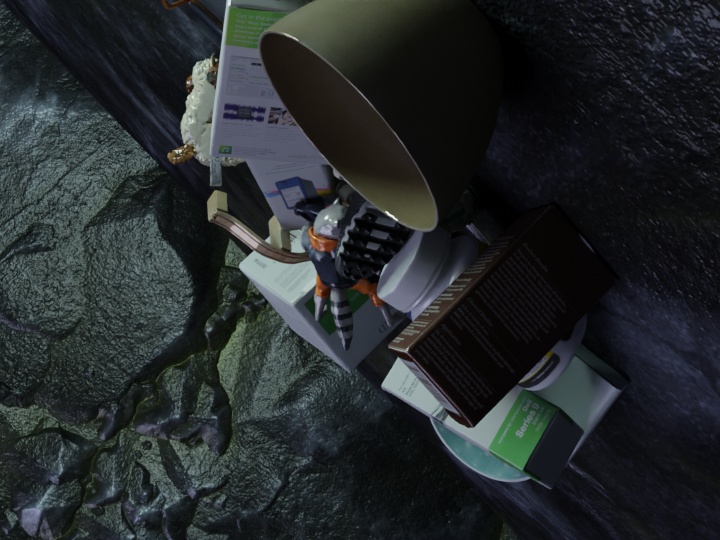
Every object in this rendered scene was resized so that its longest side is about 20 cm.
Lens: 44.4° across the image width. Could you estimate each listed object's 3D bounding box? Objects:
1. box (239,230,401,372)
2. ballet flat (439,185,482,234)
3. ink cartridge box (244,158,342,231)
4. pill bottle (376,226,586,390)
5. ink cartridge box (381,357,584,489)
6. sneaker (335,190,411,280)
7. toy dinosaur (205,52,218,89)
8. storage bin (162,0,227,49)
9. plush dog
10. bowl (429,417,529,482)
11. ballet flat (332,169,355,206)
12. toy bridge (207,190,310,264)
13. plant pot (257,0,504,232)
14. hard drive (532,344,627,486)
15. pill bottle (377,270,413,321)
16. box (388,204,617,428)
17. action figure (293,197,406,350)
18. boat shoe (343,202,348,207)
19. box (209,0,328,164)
[{"bbox_3d":[-0.038,0.009,1.383,0.200,0.199,0.171,32,162,53],"label":"box"},{"bbox_3d":[0.070,-0.076,1.026,0.076,0.064,0.200,50,169,-14],"label":"ballet flat"},{"bbox_3d":[-0.082,-0.159,1.078,0.200,0.087,0.146,73,-169,-63],"label":"ink cartridge box"},{"bbox_3d":[0.126,0.034,0.931,0.200,0.114,0.114,30,173,-12],"label":"pill bottle"},{"bbox_3d":[0.144,0.162,1.038,0.200,0.084,0.146,28,174,31],"label":"ink cartridge box"},{"bbox_3d":[0.023,-0.087,0.921,0.066,0.200,0.091,16,-160,-23],"label":"sneaker"},{"bbox_3d":[-0.148,-0.246,1.223,0.136,0.086,0.200,57,180,-12],"label":"toy dinosaur"},{"bbox_3d":[-0.137,-0.316,0.792,0.200,0.146,0.134,45,159,6],"label":"storage bin"},{"bbox_3d":[-0.233,-0.240,1.449,0.200,0.160,0.172,52,-166,-19],"label":"plush dog"},{"bbox_3d":[0.199,0.177,1.222,0.201,0.105,0.201,21,126,33],"label":"bowl"},{"bbox_3d":[-0.007,-0.118,1.059,0.069,0.063,0.200,36,152,33],"label":"ballet flat"},{"bbox_3d":[-0.104,-0.043,1.147,0.200,0.027,0.067,19,-135,-33],"label":"toy bridge"},{"bbox_3d":[0.035,-0.150,0.702,0.200,0.134,0.200,44,169,11],"label":"plant pot"},{"bbox_3d":[0.227,0.164,1.094,0.132,0.027,0.200,40,133,21],"label":"hard drive"},{"bbox_3d":[0.085,0.009,1.144,0.200,0.111,0.111,39,167,35],"label":"pill bottle"},{"bbox_3d":[0.133,0.041,0.839,0.100,0.200,0.075,49,171,-8],"label":"box"},{"bbox_3d":[0.000,0.000,1.037,0.200,0.105,0.194,12,141,28],"label":"action figure"},{"bbox_3d":[-0.021,-0.110,1.263,0.200,0.076,0.074,-136,35,-64],"label":"boat shoe"},{"bbox_3d":[-0.063,-0.177,0.834,0.200,0.144,0.036,114,155,-56],"label":"box"}]
